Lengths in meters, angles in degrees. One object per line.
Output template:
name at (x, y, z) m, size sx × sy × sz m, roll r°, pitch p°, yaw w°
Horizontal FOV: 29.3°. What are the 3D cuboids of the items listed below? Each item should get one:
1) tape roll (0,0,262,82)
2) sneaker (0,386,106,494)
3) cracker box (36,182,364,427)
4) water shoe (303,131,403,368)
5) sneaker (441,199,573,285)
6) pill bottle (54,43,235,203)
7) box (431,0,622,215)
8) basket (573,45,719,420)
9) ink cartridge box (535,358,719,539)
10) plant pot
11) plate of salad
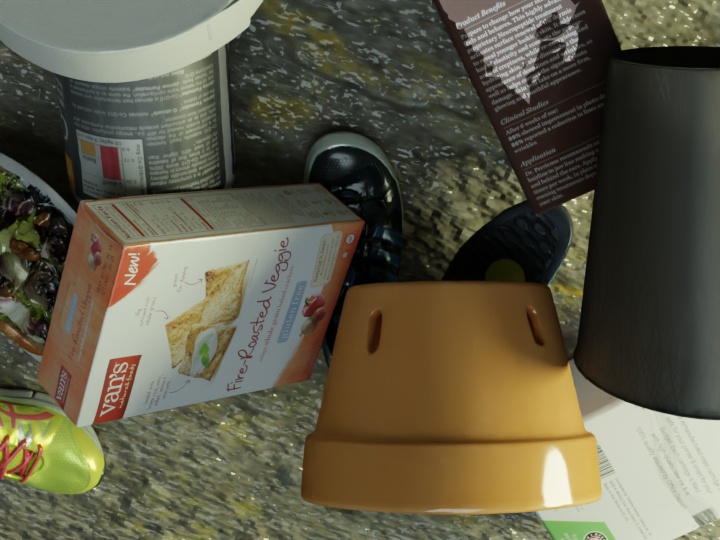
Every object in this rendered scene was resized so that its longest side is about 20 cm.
tape roll at (-0.143, -0.208, 0.818) m, size 0.200 × 0.205 × 0.037 m, roll -2°, pitch 159°, yaw 0°
sneaker at (-0.290, 0.131, 1.055) m, size 0.199 × 0.091 × 0.078 m, roll 27°, pitch 114°, yaw -17°
cracker box at (-0.102, 0.019, 0.904) m, size 0.199 × 0.058 × 0.135 m, roll -8°, pitch 128°, yaw -43°
water shoe at (0.000, 0.000, 0.994) m, size 0.071 × 0.079 × 0.202 m, roll -6°, pitch 119°, yaw 2°
sneaker at (0.091, 0.025, 1.023) m, size 0.066 × 0.078 × 0.201 m, roll 39°, pitch 112°, yaw 12°
pill bottle at (-0.141, -0.099, 0.913) m, size 0.115 × 0.117 × 0.202 m, roll 0°, pitch 120°, yaw -1°
box at (0.118, -0.149, 0.917) m, size 0.099 × 0.075 × 0.201 m, roll -23°, pitch 119°, yaw 11°
basket at (0.207, -0.033, 0.862) m, size 0.134 × 0.180 × 0.202 m, roll -2°, pitch 105°, yaw -8°
ink cartridge box at (0.222, 0.130, 1.069) m, size 0.199 × 0.085 × 0.147 m, roll -27°, pitch 117°, yaw 13°
plant pot at (0.060, 0.080, 0.914) m, size 0.198 × 0.200 × 0.142 m, roll 0°, pitch 86°, yaw -1°
plate of salad at (-0.236, 0.005, 0.956) m, size 0.199 × 0.048 × 0.201 m, roll 26°, pitch 138°, yaw 26°
